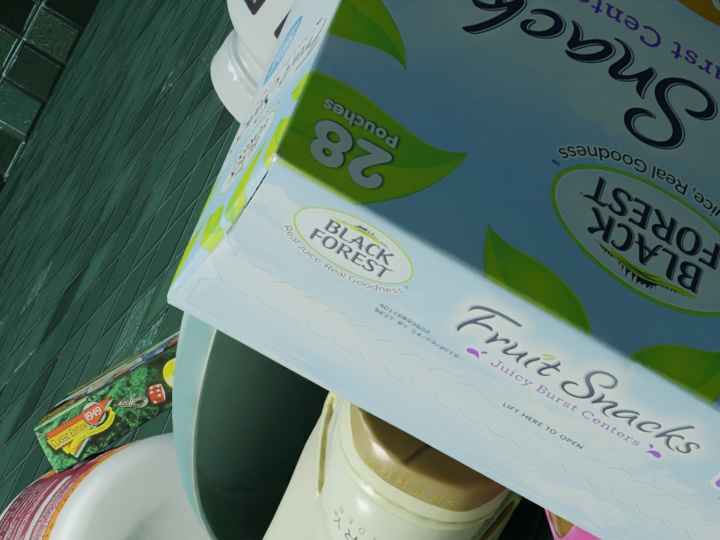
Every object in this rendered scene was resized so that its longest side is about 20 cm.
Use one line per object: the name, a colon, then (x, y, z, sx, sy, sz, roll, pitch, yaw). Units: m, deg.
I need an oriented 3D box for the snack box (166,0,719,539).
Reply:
snack box: (0.067, -0.040, 0.634, 0.068, 0.168, 0.201, -49, 16, 50)

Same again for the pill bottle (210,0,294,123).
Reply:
pill bottle: (0.012, -0.149, 1.245, 0.200, 0.112, 0.113, -52, 14, 31)

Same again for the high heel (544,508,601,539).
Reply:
high heel: (0.046, 0.023, 0.702, 0.067, 0.096, 0.201, -51, 25, 34)

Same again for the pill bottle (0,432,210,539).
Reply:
pill bottle: (-0.084, 0.121, 0.998, 0.110, 0.109, 0.200, -62, 13, -15)

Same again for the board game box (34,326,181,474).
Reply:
board game box: (-0.026, 0.010, 0.992, 0.199, 0.024, 0.105, -31, 1, 2)

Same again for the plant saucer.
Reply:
plant saucer: (0.000, 0.000, 0.860, 0.200, 0.027, 0.201, -43, -31, -34)

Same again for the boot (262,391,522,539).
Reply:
boot: (0.013, 0.066, 0.832, 0.155, 0.072, 0.200, -64, -3, 30)
